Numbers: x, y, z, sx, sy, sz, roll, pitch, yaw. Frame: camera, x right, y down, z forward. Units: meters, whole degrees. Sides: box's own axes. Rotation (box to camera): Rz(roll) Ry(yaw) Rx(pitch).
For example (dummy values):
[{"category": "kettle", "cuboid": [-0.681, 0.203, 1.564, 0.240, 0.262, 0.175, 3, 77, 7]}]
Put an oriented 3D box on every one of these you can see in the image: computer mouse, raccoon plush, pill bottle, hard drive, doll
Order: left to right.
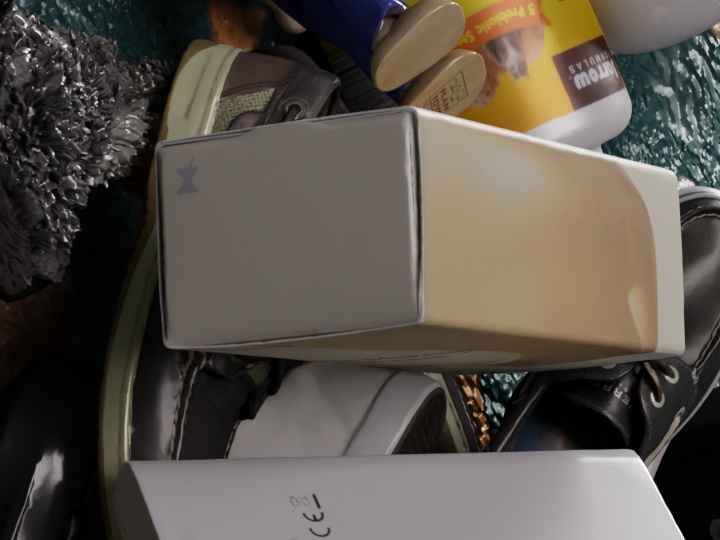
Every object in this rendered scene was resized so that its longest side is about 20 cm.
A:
[{"category": "computer mouse", "cuboid": [-0.109, 0.120, 1.046, 0.059, 0.034, 0.200, 25, 57, -39]}, {"category": "raccoon plush", "cuboid": [-0.104, -0.079, 1.033, 0.097, 0.200, 0.134, 34, 48, 2]}, {"category": "doll", "cuboid": [-0.035, -0.130, 1.158, 0.200, 0.048, 0.137, 45, -8, 28]}, {"category": "hard drive", "cuboid": [0.028, 0.115, 1.016, 0.200, 0.026, 0.132, 1, 43, -27]}, {"category": "pill bottle", "cuboid": [0.041, -0.096, 1.236, 0.109, 0.109, 0.200, -26, 94, -48]}]

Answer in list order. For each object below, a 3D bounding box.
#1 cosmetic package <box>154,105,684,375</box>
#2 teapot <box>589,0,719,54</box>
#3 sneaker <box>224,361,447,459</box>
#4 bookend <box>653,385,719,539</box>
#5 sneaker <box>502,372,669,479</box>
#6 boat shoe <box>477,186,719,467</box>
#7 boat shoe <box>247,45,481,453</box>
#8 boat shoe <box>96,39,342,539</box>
[{"category": "cosmetic package", "cuboid": [0.025, -0.005, 1.035, 0.200, 0.105, 0.071, 7, 78, -58]}, {"category": "teapot", "cuboid": [0.140, -0.197, 1.308, 0.200, 0.146, 0.198, -107, 173, -71]}, {"category": "sneaker", "cuboid": [-0.050, 0.109, 1.105, 0.200, 0.085, 0.073, -56, 160, -28]}, {"category": "bookend", "cuboid": [0.221, 0.120, 1.269, 0.092, 0.200, 0.199, -29, 96, -49]}, {"category": "sneaker", "cuboid": [0.073, 0.109, 1.217, 0.073, 0.112, 0.200, 28, 84, -1]}, {"category": "boat shoe", "cuboid": [0.092, 0.053, 1.136, 0.069, 0.057, 0.200, 37, 80, -5]}, {"category": "boat shoe", "cuboid": [0.000, 0.000, 1.184, 0.065, 0.072, 0.200, -30, 91, -43]}, {"category": "boat shoe", "cuboid": [-0.047, 0.012, 1.072, 0.072, 0.066, 0.201, 61, 35, -65]}]
